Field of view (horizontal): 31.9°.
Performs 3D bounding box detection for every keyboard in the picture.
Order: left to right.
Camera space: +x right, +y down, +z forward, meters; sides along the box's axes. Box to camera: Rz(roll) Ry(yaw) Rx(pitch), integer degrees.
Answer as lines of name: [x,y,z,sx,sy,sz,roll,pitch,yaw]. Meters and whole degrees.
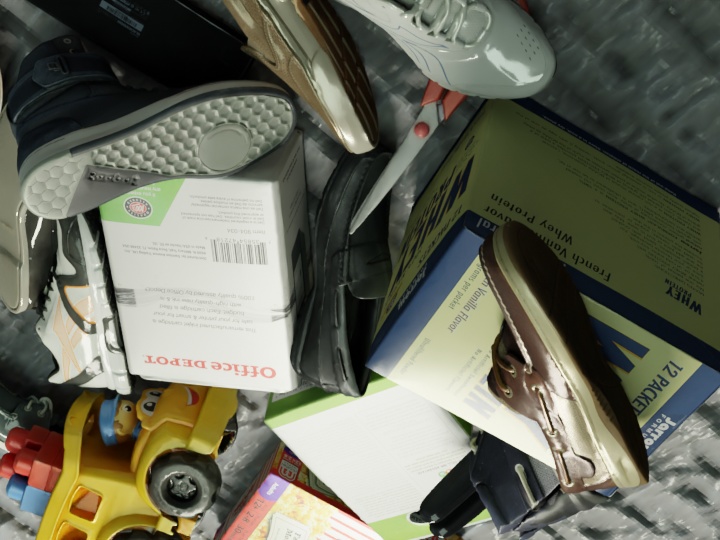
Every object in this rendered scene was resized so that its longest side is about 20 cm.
keyboard: [-0.161,-0.206,0.912,0.200,0.021,0.127,31,132,-10]

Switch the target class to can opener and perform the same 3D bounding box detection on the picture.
can opener: [0.129,0.140,1.010,0.200,0.079,0.064,-33,128,-11]

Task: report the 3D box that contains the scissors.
scissors: [0.056,-0.106,0.886,0.073,0.014,0.201,21,101,2]

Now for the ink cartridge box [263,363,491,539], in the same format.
ink cartridge box: [0.035,0.140,1.078,0.147,0.076,0.200,-21,127,25]

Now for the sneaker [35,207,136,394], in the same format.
sneaker: [-0.232,0.022,1.025,0.080,0.074,0.201,-1,124,1]

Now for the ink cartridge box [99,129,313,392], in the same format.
ink cartridge box: [-0.117,-0.010,1.000,0.145,0.084,0.201,5,126,11]

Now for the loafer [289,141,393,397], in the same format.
loafer: [0.000,0.000,0.962,0.070,0.068,0.201,22,109,31]

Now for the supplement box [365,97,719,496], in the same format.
supplement box: [0.134,0.009,0.880,0.199,0.200,0.134,28,126,-8]

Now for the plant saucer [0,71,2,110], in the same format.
plant saucer: [-0.367,-0.170,0.979,0.199,0.035,0.201,7,126,10]

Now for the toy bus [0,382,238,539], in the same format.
toy bus: [-0.217,0.171,1.103,0.191,0.136,0.201,23,110,-4]

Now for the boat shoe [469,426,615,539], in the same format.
boat shoe: [0.112,0.107,0.960,0.093,0.200,0.075,-40,137,24]

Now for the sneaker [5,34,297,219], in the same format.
sneaker: [-0.158,-0.125,0.919,0.201,0.146,0.077,-16,133,-12]

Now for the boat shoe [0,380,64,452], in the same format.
boat shoe: [-0.302,0.141,1.172,0.062,0.073,0.200,-38,110,9]

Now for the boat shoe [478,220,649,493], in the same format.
boat shoe: [0.108,0.061,0.757,0.072,0.072,0.200,-19,123,22]

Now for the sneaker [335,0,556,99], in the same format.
sneaker: [0.040,-0.173,0.826,0.199,0.087,0.075,29,99,-2]

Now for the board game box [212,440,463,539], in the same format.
board game box: [-0.026,0.265,1.197,0.199,0.046,0.152,29,126,-8]

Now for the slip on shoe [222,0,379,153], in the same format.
slip on shoe: [-0.053,-0.166,0.879,0.060,0.076,0.200,-23,114,21]

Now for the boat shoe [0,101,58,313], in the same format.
boat shoe: [-0.264,-0.056,1.030,0.067,0.057,0.201,37,130,32]
